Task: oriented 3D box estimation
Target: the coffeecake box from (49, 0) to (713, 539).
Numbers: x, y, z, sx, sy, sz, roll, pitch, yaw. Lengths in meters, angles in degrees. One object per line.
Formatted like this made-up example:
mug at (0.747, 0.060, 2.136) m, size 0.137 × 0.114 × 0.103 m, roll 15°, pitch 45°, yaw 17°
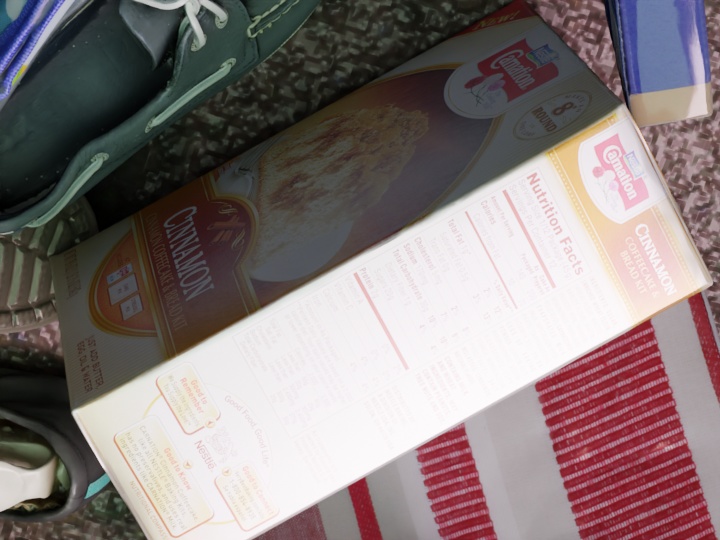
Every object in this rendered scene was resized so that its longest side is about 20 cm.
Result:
coffeecake box at (0.000, 0.000, 0.880) m, size 0.199 × 0.154 × 0.073 m, roll -29°, pitch 111°, yaw 1°

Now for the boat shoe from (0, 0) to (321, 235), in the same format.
boat shoe at (-0.069, -0.082, 0.894) m, size 0.200 × 0.062 × 0.073 m, roll -39°, pitch 109°, yaw -2°

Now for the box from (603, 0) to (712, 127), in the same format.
box at (0.086, -0.162, 0.844) m, size 0.032 × 0.121 × 0.201 m, roll -9°, pitch 114°, yaw 5°

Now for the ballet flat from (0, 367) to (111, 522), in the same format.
ballet flat at (-0.190, 0.060, 0.973) m, size 0.199 × 0.068 × 0.068 m, roll 4°, pitch 114°, yaw -1°

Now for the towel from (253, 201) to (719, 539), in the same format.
towel at (0.041, 0.065, 0.961) m, size 0.199 × 0.023 × 0.145 m, roll -17°, pitch 82°, yaw 8°

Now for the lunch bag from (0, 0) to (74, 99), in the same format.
lunch bag at (-0.109, -0.168, 0.818) m, size 0.127 × 0.170 × 0.201 m, roll 8°, pitch 113°, yaw -2°

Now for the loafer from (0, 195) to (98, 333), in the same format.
loafer at (-0.192, -0.027, 0.937) m, size 0.199 × 0.068 × 0.076 m, roll 14°, pitch 95°, yaw -23°
